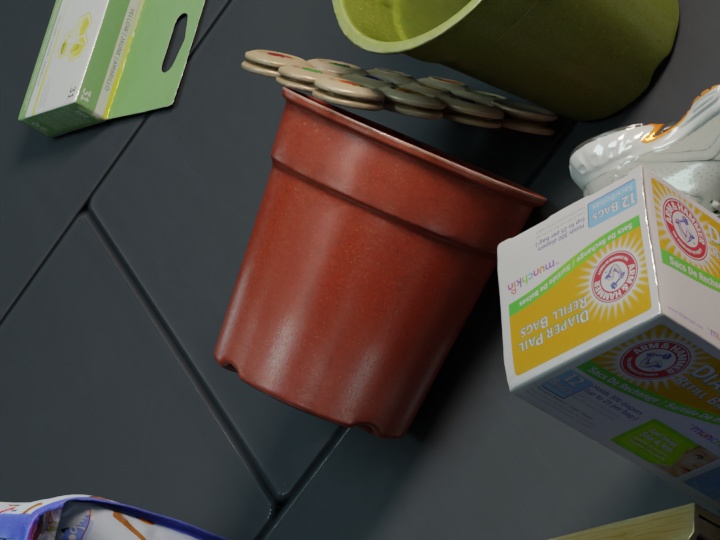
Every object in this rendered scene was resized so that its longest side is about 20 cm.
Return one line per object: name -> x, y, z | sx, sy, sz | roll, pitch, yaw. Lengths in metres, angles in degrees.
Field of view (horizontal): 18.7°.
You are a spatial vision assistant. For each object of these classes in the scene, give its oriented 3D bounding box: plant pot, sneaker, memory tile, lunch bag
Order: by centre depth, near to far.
sneaker -> 0.229, -0.061, 1.393 | 0.200, 0.076, 0.092 | -24, 69, 37
plant pot -> 0.115, -0.197, 1.504 | 0.200, 0.190, 0.201 | -28, 48, 36
plant pot -> 0.000, 0.000, 1.525 | 0.201, 0.200, 0.196 | 30, 99, 54
memory tile -> 0.029, -0.128, 1.560 | 0.153, 0.199, 0.017 | 28, 108, 55
lunch bag -> -0.213, 0.226, 1.606 | 0.170, 0.200, 0.124 | -8, 60, 46

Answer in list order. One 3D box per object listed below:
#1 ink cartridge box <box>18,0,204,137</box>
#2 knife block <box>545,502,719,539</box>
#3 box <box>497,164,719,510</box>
ink cartridge box -> -0.232, -0.210, 2.050 | 0.200, 0.048, 0.146 | -10, 59, 50
knife block -> 0.125, 0.196, 1.335 | 0.200, 0.064, 0.176 | -55, 37, 7
box -> 0.184, 0.043, 1.252 | 0.112, 0.200, 0.102 | -31, 46, 34
